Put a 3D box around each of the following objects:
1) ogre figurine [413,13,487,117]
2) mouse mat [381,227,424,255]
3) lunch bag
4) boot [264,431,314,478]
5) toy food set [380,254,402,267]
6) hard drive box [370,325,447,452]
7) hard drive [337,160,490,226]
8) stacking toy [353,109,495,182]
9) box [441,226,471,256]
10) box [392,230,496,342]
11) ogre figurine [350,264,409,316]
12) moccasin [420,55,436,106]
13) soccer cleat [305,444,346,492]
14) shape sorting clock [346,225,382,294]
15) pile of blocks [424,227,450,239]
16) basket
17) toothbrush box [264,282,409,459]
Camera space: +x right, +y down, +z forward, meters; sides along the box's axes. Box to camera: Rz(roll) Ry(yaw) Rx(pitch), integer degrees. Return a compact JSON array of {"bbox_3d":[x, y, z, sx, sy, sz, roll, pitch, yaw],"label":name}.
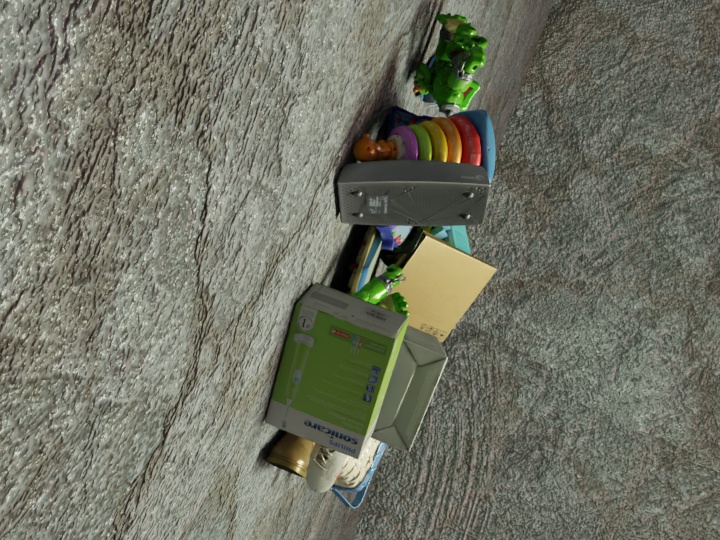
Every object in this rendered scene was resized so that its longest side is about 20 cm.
[{"bbox_3d":[0.141,-0.307,1.614,0.200,0.098,0.120,53,-50,49],"label":"ogre figurine"},{"bbox_3d":[0.077,-0.097,1.757,0.161,0.008,0.200,-66,-160,-10],"label":"mouse mat"},{"bbox_3d":[0.070,-0.125,1.621,0.151,0.094,0.200,57,48,-79],"label":"lunch bag"},{"bbox_3d":[-0.080,0.213,1.653,0.175,0.066,0.200,131,-18,-81],"label":"boot"},{"bbox_3d":[0.111,-0.028,1.890,0.049,0.198,0.200,-30,-164,32],"label":"toy food set"},{"bbox_3d":[0.065,0.174,1.652,0.200,0.077,0.156,-92,-155,-86],"label":"hard drive box"},{"bbox_3d":[0.071,-0.103,1.444,0.135,0.200,0.042,86,5,-67],"label":"hard drive"},{"bbox_3d":[0.076,-0.162,1.468,0.110,0.200,0.116,1,-86,60],"label":"stacking toy"},{"bbox_3d":[0.131,-0.094,1.848,0.049,0.082,0.200,28,45,-43],"label":"box"},{"bbox_3d":[0.118,0.030,1.766,0.200,0.021,0.164,22,108,-45],"label":"box"},{"bbox_3d":[-0.007,0.091,1.600,0.120,0.098,0.200,-17,156,-46],"label":"ogre figurine"},{"bbox_3d":[0.152,-0.327,1.795,0.200,0.068,0.081,-55,163,-56],"label":"moccasin"},{"bbox_3d":[-0.045,0.270,1.732,0.085,0.069,0.200,-99,-151,-84],"label":"soccer cleat"},{"bbox_3d":[0.000,0.000,1.708,0.200,0.039,0.200,20,90,-84],"label":"shape sorting clock"},{"bbox_3d":[0.122,-0.112,1.779,0.062,0.082,0.200,52,48,-55],"label":"pile of blocks"},{"bbox_3d":[-0.018,0.309,1.896,0.200,0.139,0.177,48,59,-44],"label":"basket"},{"bbox_3d":[-0.034,0.139,1.490,0.086,0.145,0.200,-51,158,-65],"label":"toothbrush box"}]
